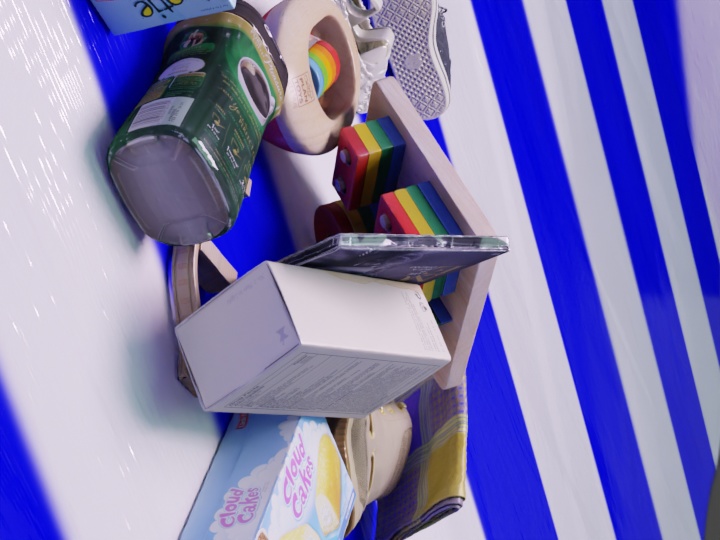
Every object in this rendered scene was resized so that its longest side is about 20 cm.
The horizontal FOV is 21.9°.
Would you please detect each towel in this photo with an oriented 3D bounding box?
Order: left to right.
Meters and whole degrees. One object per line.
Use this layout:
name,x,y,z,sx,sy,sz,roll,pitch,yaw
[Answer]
towel,0.052,0.149,1.690,0.023,0.144,0.202,18,56,-24

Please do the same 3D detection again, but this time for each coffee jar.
coffee jar,-0.118,-0.117,1.400,0.201,0.085,0.105,-72,143,-50

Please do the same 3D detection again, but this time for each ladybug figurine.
ladybug figurine,-0.057,-0.166,1.601,0.200,0.071,0.137,-47,125,-66

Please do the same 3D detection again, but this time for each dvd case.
dvd case,0.000,0.000,1.434,0.147,0.200,0.016,0,79,-30

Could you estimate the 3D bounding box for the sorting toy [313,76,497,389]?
sorting toy,0.028,-0.024,1.609,0.201,0.069,0.200,59,-26,32

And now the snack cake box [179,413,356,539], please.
snack cake box,-0.069,0.196,1.423,0.201,0.067,0.116,-70,146,-53

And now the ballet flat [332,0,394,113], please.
ballet flat,-0.005,-0.235,1.782,0.072,0.071,0.201,-74,149,-49

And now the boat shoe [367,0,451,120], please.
boat shoe,0.054,-0.255,1.943,0.062,0.074,0.201,-78,156,-55

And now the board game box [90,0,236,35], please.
board game box,-0.167,-0.280,1.312,0.201,0.104,0.104,59,29,-46

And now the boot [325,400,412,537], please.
boot,-0.008,0.116,1.605,0.155,0.072,0.202,-22,109,-68

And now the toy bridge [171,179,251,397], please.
toy bridge,-0.119,-0.007,1.431,0.067,0.027,0.202,52,36,-51

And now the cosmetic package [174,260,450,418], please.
cosmetic package,-0.032,0.056,1.400,0.199,0.103,0.074,12,50,-55
